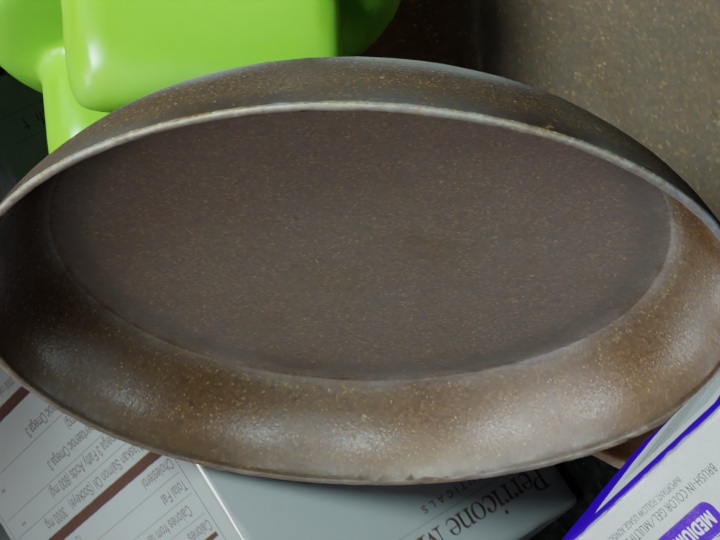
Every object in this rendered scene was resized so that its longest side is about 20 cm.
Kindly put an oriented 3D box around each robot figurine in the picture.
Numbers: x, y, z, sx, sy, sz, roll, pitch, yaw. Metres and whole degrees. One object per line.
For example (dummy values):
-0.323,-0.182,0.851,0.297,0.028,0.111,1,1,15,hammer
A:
-0.050,-0.122,0.782,0.176,0.115,0.201,111,156,-62,robot figurine

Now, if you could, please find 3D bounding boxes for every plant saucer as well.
0.077,-0.038,0.785,0.200,0.037,0.201,28,131,37,plant saucer
0.000,0.000,0.753,0.200,0.199,0.032,-45,36,52,plant saucer

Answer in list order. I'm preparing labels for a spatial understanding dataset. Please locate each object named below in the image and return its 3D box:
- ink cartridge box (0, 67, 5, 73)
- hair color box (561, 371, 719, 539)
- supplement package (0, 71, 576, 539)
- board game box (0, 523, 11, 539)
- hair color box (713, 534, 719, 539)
-0.201,-0.126,1.028,0.200,0.075,0.165,51,141,13,ink cartridge box
0.154,0.103,0.729,0.200,0.065,0.109,42,141,2,hair color box
-0.051,0.032,0.914,0.200,0.117,0.117,57,141,6,supplement package
-0.094,0.104,0.941,0.200,0.200,0.026,56,142,7,board game box
0.165,0.060,0.605,0.100,0.200,0.061,36,137,30,hair color box
